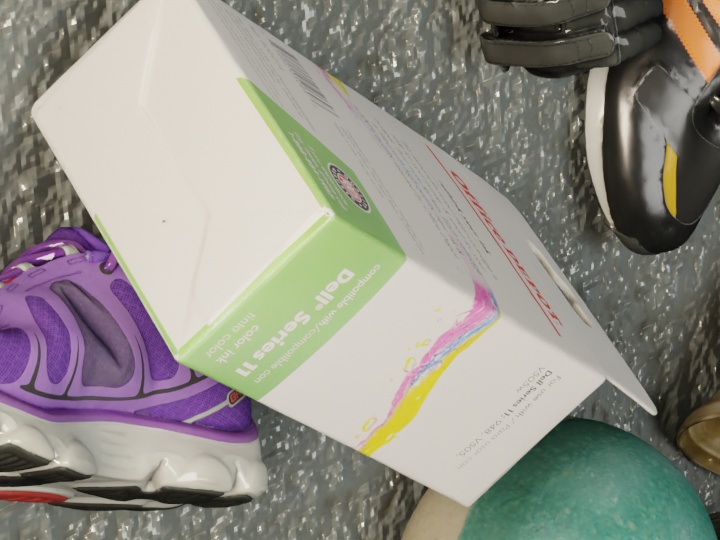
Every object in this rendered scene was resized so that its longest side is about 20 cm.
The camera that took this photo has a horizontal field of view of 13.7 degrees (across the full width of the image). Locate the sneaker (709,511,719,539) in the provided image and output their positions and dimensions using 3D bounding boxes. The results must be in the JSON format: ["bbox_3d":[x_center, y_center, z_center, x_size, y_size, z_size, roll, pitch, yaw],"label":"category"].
[{"bbox_3d":[0.155,0.210,1.227,0.106,0.074,0.201,37,69,-47],"label":"sneaker"}]

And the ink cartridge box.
[{"bbox_3d":[0.000,0.000,0.939,0.067,0.117,0.200,-43,142,13],"label":"ink cartridge box"}]

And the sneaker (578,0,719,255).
[{"bbox_3d":[0.148,-0.101,1.133,0.070,0.090,0.201,25,78,-51],"label":"sneaker"}]

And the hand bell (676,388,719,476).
[{"bbox_3d":[0.196,-0.017,1.236,0.104,0.104,0.201,35,59,-49],"label":"hand bell"}]

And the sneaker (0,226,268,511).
[{"bbox_3d":[-0.102,0.025,0.879,0.200,0.080,0.084,15,70,-59],"label":"sneaker"}]

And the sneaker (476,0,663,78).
[{"bbox_3d":[0.055,-0.118,1.025,0.199,0.070,0.100,0,93,-56],"label":"sneaker"}]

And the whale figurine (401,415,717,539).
[{"bbox_3d":[0.084,0.152,1.102,0.159,0.103,0.201,-35,125,-42],"label":"whale figurine"}]
